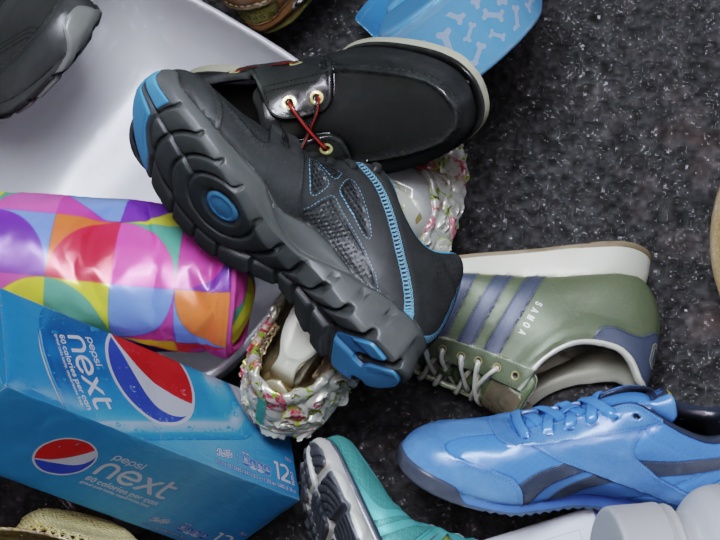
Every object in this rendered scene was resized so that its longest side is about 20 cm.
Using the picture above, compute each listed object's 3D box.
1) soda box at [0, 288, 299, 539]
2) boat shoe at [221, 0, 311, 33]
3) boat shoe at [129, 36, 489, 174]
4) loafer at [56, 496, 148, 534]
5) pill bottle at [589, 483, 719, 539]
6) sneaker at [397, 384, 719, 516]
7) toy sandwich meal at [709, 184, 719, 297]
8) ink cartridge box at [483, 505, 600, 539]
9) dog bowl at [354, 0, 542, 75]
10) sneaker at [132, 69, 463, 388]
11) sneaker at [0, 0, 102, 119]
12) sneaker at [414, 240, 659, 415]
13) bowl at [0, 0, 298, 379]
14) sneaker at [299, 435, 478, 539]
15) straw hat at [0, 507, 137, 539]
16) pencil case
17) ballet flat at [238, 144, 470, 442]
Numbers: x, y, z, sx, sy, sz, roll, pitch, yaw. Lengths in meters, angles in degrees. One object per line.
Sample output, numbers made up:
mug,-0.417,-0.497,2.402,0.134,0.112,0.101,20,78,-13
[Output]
soda box,-0.128,0.082,1.272,0.068,0.200,0.064,-37,46,31
boat shoe,-0.013,-0.222,1.386,0.200,0.068,0.072,-47,45,-13
boat shoe,-0.028,-0.076,1.269,0.200,0.063,0.074,-2,113,30
loafer,-0.190,0.080,1.354,0.200,0.073,0.071,47,111,14
pill bottle,0.224,0.165,1.255,0.199,0.114,0.115,-1,72,-9
sneaker,0.120,0.088,1.297,0.199,0.079,0.066,6,29,-10
toy sandwich meal,0.290,-0.017,1.353,0.204,0.070,0.206,-1,77,5
ink cartridge box,0.112,0.233,1.295,0.199,0.041,0.201,-17,72,-3
dog bowl,0.051,-0.145,1.346,0.111,0.200,0.050,-36,102,15
sneaker,-0.033,-0.033,1.230,0.200,0.073,0.082,47,60,-12
sneaker,-0.222,-0.129,1.349,0.079,0.199,0.076,47,56,-27
sneaker,0.070,0.042,1.342,0.199,0.067,0.090,-7,67,-2
bowl,-0.110,-0.042,1.376,0.199,0.075,0.200,32,76,12
sneaker,0.038,0.167,1.274,0.079,0.078,0.200,-31,74,-27
straw hat,-0.152,0.176,1.287,0.200,0.202,0.085,10,42,6
pencil case,-0.154,-0.005,1.288,0.199,0.088,0.089,8,73,4
ballet flat,0.000,0.000,1.295,0.075,0.064,0.201,25,78,12
